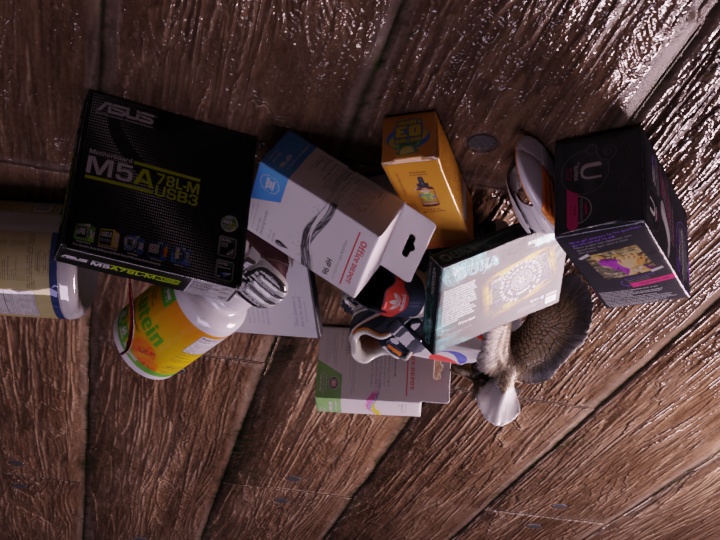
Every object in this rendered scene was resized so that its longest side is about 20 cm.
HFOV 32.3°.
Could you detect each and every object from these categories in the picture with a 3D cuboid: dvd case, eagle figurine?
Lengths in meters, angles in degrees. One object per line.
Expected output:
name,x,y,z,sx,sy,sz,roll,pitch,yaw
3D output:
dvd case,-0.152,0.020,1.631,0.198,0.018,0.144,3,122,18
eagle figurine,0.203,0.091,1.672,0.151,0.151,0.200,43,132,11

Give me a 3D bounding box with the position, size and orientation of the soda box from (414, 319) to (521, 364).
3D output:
soda box,0.129,0.090,1.782,0.198,0.069,0.063,11,153,-16

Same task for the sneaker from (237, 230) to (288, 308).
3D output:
sneaker,-0.159,-0.052,1.485,0.075,0.116,0.200,-32,113,27

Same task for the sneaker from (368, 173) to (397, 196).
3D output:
sneaker,-0.028,-0.052,1.499,0.199,0.086,0.073,-16,156,36

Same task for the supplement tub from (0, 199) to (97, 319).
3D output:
supplement tub,-0.439,-0.016,1.562,0.198,0.146,0.145,4,154,1

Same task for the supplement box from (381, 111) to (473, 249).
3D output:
supplement box,0.079,-0.099,1.418,0.066,0.069,0.200,-5,154,15

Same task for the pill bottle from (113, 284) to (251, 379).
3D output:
pill bottle,-0.216,0.049,1.591,0.111,0.112,0.199,26,133,-38

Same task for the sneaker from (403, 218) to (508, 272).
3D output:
sneaker,0.098,-0.016,1.567,0.113,0.076,0.200,16,151,-22

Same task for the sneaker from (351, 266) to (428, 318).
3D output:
sneaker,0.000,0.000,1.526,0.084,0.076,0.199,0,-162,-40

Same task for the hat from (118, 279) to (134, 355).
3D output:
hat,-0.255,-0.026,1.478,0.164,0.178,0.200,-7,151,21

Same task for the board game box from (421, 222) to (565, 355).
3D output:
board game box,0.165,0.011,1.499,0.199,0.028,0.136,-20,133,-27

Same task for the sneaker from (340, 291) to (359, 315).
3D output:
sneaker,0.066,0.041,1.678,0.199,0.080,0.077,24,157,-28

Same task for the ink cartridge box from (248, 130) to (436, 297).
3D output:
ink cartridge box,-0.026,-0.052,1.402,0.199,0.068,0.116,32,140,8

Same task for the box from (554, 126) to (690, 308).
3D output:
box,0.298,-0.054,1.412,0.105,0.123,0.200,-9,150,25

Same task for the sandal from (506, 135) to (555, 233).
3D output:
sandal,0.207,-0.072,1.427,0.059,0.080,0.207,-10,146,28

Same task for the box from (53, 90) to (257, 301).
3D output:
box,-0.218,-0.080,1.352,0.198,0.195,0.048,15,154,-19

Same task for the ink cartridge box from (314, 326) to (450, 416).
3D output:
ink cartridge box,0.035,0.153,1.862,0.198,0.118,0.067,3,154,2

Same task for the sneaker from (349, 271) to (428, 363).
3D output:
sneaker,0.068,0.064,1.560,0.199,0.080,0.078,-26,128,37
